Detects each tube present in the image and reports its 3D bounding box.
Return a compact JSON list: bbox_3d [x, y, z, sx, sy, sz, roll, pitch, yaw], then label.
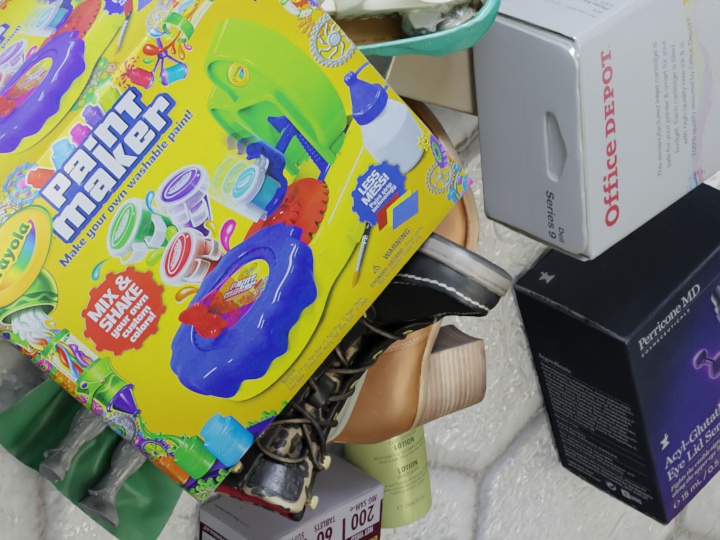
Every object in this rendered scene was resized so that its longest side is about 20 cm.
[{"bbox_3d":[0.009,0.066,1.356,0.058,0.052,0.201,-64,150,-60],"label":"tube"}]

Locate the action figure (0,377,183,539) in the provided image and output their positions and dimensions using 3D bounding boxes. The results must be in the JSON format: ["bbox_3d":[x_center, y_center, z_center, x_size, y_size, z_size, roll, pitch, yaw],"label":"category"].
[{"bbox_3d":[-0.098,0.042,1.182,0.118,0.055,0.200,44,70,-25],"label":"action figure"}]

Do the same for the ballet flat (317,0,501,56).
[{"bbox_3d":[-0.015,-0.138,1.110,0.199,0.068,0.070,-11,164,-23],"label":"ballet flat"}]

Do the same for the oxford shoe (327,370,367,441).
[{"bbox_3d":[0.000,0.000,1.212,0.058,0.075,0.201,18,80,-46],"label":"oxford shoe"}]

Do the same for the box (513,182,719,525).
[{"bbox_3d":[0.207,0.051,1.526,0.148,0.104,0.200,-43,138,-23],"label":"box"}]

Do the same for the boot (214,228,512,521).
[{"bbox_3d":[-0.015,0.050,1.094,0.073,0.200,0.151,31,76,-34],"label":"boot"}]

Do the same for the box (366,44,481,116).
[{"bbox_3d":[0.061,-0.141,1.272,0.200,0.078,0.095,8,104,-50],"label":"box"}]

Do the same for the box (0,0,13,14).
[{"bbox_3d":[-0.164,-0.136,1.013,0.158,0.048,0.201,-3,112,-33],"label":"box"}]

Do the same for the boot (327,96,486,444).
[{"bbox_3d":[-0.012,0.005,1.274,0.155,0.077,0.201,-12,105,-25],"label":"boot"}]

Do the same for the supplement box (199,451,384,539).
[{"bbox_3d":[-0.046,0.225,1.374,0.109,0.061,0.201,-23,128,-40],"label":"supplement box"}]

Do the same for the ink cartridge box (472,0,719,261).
[{"bbox_3d":[0.161,-0.119,1.265,0.200,0.087,0.146,-35,132,-35],"label":"ink cartridge box"}]

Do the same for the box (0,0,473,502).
[{"bbox_3d":[-0.092,-0.039,0.999,0.200,0.122,0.193,-50,129,-6],"label":"box"}]
